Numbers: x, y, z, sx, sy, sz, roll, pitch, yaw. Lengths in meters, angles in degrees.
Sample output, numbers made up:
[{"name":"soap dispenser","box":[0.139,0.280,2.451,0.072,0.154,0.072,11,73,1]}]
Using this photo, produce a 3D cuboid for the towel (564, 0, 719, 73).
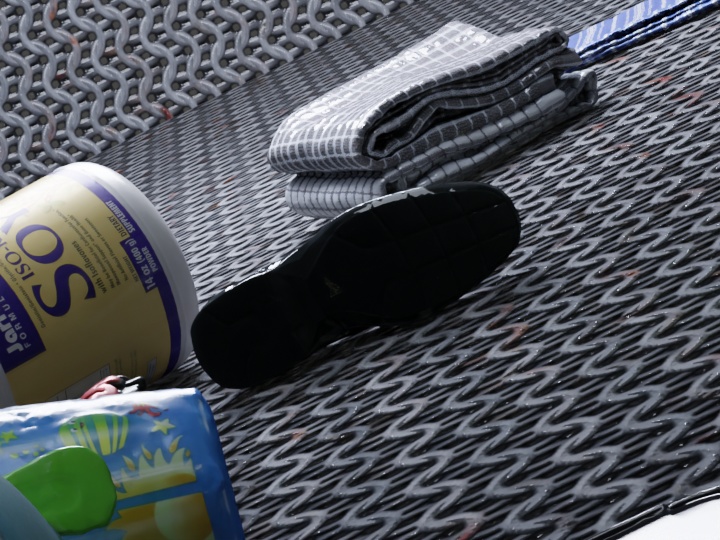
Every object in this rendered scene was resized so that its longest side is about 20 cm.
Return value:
[{"name":"towel","box":[0.212,-0.198,2.355,0.199,0.024,0.145,-24,9,12]}]

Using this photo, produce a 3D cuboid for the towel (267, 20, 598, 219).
[{"name":"towel","box":[0.048,-0.110,2.109,0.200,0.086,0.165,-29,11,-23]}]

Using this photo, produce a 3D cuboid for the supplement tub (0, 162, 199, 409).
[{"name":"supplement tub","box":[-0.213,0.037,1.802,0.200,0.146,0.145,-31,11,-29]}]

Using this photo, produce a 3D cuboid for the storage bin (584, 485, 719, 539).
[{"name":"storage bin","box":[0.033,0.142,0.716,0.199,0.094,0.135,-24,9,3]}]

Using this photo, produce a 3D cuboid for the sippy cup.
[{"name":"sippy cup","box":[-0.113,0.109,1.215,0.130,0.140,0.178,-15,21,-3]}]

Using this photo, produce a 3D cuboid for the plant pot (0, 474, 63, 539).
[{"name":"plant pot","box":[-0.176,0.142,1.029,0.200,0.201,0.188,-24,-6,9]}]

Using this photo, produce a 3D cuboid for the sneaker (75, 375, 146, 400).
[{"name":"sneaker","box":[-0.147,0.107,1.463,0.098,0.071,0.200,-25,7,4]}]

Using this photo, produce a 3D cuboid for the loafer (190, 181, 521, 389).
[{"name":"loafer","box":[0.000,0.000,1.677,0.199,0.073,0.072,-22,5,15]}]
